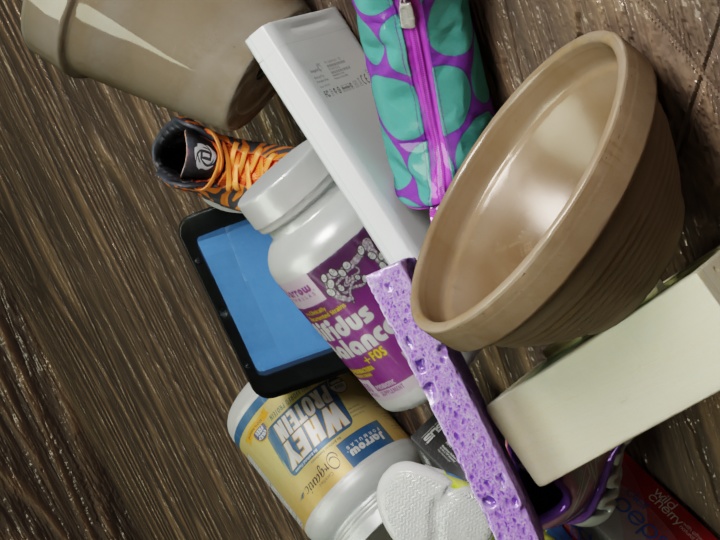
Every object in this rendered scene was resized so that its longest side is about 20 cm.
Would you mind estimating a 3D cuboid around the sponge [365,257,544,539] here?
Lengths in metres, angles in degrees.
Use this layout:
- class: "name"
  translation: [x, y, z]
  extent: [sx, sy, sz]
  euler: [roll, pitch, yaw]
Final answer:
- class: "sponge"
  translation: [0.064, 0.087, 0.947]
  extent: [0.202, 0.030, 0.112]
  euler: [65, -175, 1]

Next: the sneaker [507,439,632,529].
- class: "sneaker"
  translation: [0.146, 0.104, 1.011]
  extent: [0.080, 0.088, 0.202]
  euler: [36, 128, 40]

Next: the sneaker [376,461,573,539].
- class: "sneaker"
  translation: [0.093, 0.198, 1.094]
  extent: [0.199, 0.076, 0.105]
  euler: [38, -166, -11]

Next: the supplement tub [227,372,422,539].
- class: "supplement tub"
  translation: [-0.027, 0.188, 1.486]
  extent: [0.200, 0.144, 0.145]
  euler: [48, 157, 21]

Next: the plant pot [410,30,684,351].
- class: "plant pot"
  translation: [0.121, -0.030, 0.845]
  extent: [0.092, 0.203, 0.200]
  euler: [31, 165, -16]

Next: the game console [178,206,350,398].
- class: "game console"
  translation: [-0.045, 0.028, 1.284]
  extent: [0.175, 0.116, 0.202]
  euler: [22, 140, 57]

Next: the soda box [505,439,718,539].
- class: "soda box"
  translation: [0.196, 0.190, 1.113]
  extent: [0.200, 0.063, 0.070]
  euler: [45, 156, 31]

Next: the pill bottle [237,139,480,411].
- class: "pill bottle"
  translation: [0.000, 0.000, 1.107]
  extent: [0.200, 0.112, 0.112]
  euler: [50, 160, -12]

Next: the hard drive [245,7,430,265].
- class: "hard drive"
  translation: [0.005, -0.096, 1.066]
  extent: [0.027, 0.132, 0.201]
  euler: [-33, 90, 27]

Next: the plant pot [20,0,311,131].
- class: "plant pot"
  translation: [-0.140, -0.207, 1.154]
  extent: [0.173, 0.200, 0.200]
  euler: [35, 155, 9]

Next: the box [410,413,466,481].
- class: "box"
  translation: [0.129, 0.222, 1.272]
  extent: [0.158, 0.048, 0.201]
  euler: [41, 166, 35]

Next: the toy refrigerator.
- class: "toy refrigerator"
  translation: [0.168, 0.053, 0.877]
  extent: [0.070, 0.076, 0.200]
  euler: [54, 138, 5]

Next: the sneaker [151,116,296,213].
- class: "sneaker"
  translation: [-0.092, -0.075, 1.184]
  extent: [0.198, 0.079, 0.112]
  euler: [7, 175, 35]

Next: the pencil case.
- class: "pencil case"
  translation: [0.041, -0.136, 0.962]
  extent: [0.093, 0.084, 0.202]
  euler: [-87, -16, -51]
